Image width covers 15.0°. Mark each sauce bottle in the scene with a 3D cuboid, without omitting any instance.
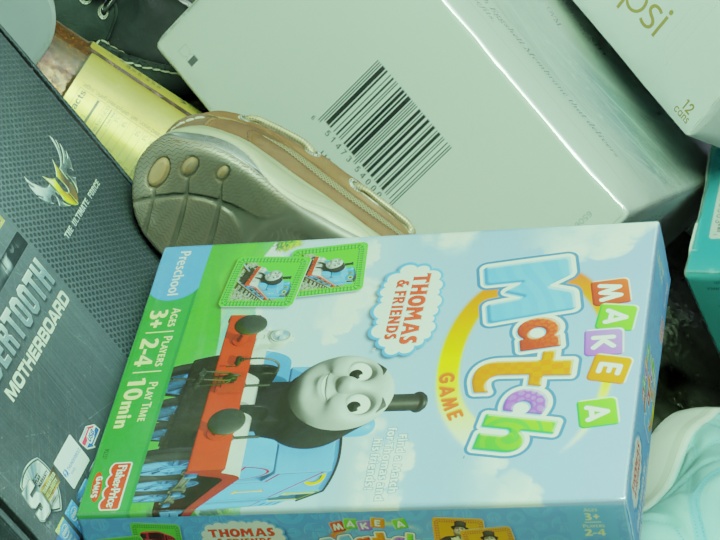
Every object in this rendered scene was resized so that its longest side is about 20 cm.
[{"bbox_3d":[-0.129,-0.071,1.197,0.200,0.066,0.066,34,45,-6],"label":"sauce bottle"}]

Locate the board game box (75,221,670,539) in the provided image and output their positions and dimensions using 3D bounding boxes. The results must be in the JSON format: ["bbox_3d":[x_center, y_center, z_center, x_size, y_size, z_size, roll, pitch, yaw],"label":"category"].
[{"bbox_3d":[0.009,0.046,1.014,0.200,0.037,0.151,-2,40,14],"label":"board game box"}]

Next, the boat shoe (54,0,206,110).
[{"bbox_3d":[-0.138,-0.135,1.237,0.199,0.066,0.075,26,46,-15],"label":"boat shoe"}]

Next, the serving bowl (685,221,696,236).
[{"bbox_3d":[0.191,-0.089,1.324,0.066,0.200,0.200,-38,82,-23],"label":"serving bowl"}]

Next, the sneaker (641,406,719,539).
[{"bbox_3d":[0.148,0.103,1.066,0.200,0.082,0.074,-42,119,-62],"label":"sneaker"}]

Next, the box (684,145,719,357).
[{"bbox_3d":[0.203,0.024,1.264,0.200,0.049,0.082,58,40,-49],"label":"box"}]

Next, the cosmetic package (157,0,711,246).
[{"bbox_3d":[0.050,-0.076,1.239,0.199,0.123,0.200,50,23,9],"label":"cosmetic package"}]

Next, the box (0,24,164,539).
[{"bbox_3d":[-0.143,0.013,1.045,0.158,0.051,0.200,50,32,-18],"label":"box"}]

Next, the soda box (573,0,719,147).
[{"bbox_3d":[0.129,-0.139,1.214,0.068,0.064,0.200,14,32,-48],"label":"soda box"}]

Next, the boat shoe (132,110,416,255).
[{"bbox_3d":[0.000,0.000,1.122,0.200,0.076,0.072,41,29,-8],"label":"boat shoe"}]

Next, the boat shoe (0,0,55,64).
[{"bbox_3d":[-0.231,-0.111,1.125,0.202,0.075,0.086,-7,27,-27],"label":"boat shoe"}]
